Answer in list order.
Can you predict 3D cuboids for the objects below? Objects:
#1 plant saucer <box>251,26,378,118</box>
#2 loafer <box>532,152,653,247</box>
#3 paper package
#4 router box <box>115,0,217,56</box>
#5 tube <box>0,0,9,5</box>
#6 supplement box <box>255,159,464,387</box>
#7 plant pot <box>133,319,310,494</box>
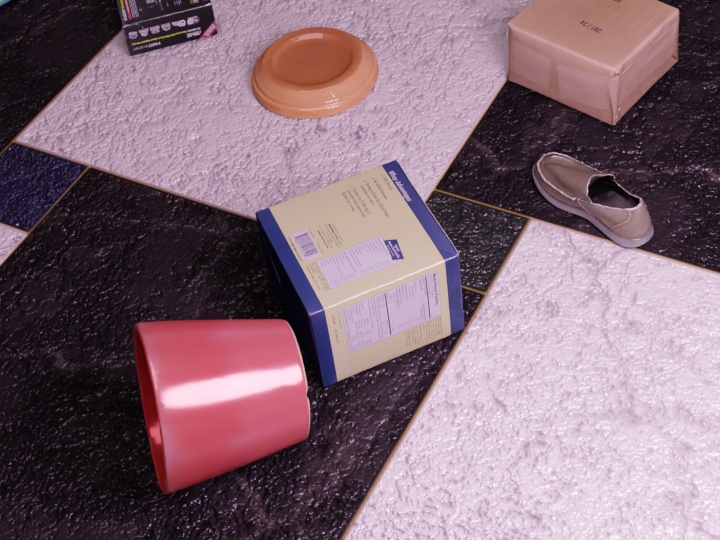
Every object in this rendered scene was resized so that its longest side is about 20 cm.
[{"bbox_3d":[-0.071,-0.310,2.049,0.197,0.038,0.202,-5,47,5],"label":"plant saucer"},{"bbox_3d":[0.310,-0.109,1.781,0.075,0.070,0.199,-36,52,-24],"label":"loafer"},{"bbox_3d":[0.341,-0.331,1.965,0.199,0.104,0.190,28,55,31],"label":"paper package"},{"bbox_3d":[-0.327,-0.447,2.196,0.148,0.063,0.201,-14,47,-7],"label":"router box"},{"bbox_3d":[-0.591,-0.497,2.298,0.199,0.051,0.077,-37,45,-18],"label":"tube"},{"bbox_3d":[0.000,0.000,1.677,0.197,0.135,0.201,-21,47,-11],"label":"supplement box"},{"bbox_3d":[-0.159,0.141,1.542,0.175,0.202,0.202,-11,45,-14],"label":"plant pot"}]
